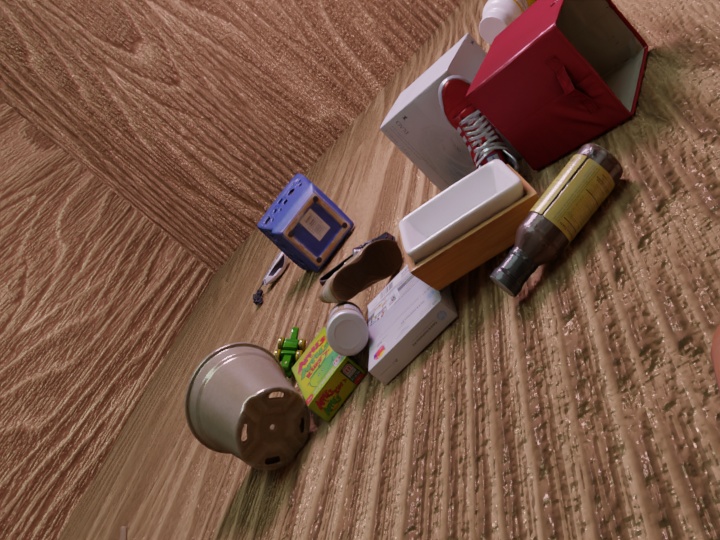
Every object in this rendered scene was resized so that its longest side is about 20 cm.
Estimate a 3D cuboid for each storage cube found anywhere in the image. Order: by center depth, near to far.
[{"bbox_3d":[0.291,-0.294,0.920,0.179,0.170,0.202,-29,27,52],"label":"storage cube"}]

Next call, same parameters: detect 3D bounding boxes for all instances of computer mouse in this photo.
[{"bbox_3d":[-0.292,0.023,2.054,0.202,0.043,0.110,-57,12,0],"label":"computer mouse"}]

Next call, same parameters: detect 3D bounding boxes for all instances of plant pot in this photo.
[{"bbox_3d":[-0.179,0.242,1.053,0.202,0.200,0.182,-54,29,-14],"label":"plant pot"},{"bbox_3d":[-0.143,-0.124,1.698,0.201,0.199,0.179,-51,22,-5],"label":"plant pot"}]

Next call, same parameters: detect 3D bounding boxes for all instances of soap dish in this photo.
[{"bbox_3d":[0.154,-0.066,0.895,0.197,0.082,0.158,-32,20,10],"label":"soap dish"}]

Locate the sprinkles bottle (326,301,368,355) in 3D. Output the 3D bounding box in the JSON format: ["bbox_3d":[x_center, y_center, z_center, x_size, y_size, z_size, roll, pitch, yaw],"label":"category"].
[{"bbox_3d":[-0.023,0.094,1.044,0.069,0.068,0.200,-50,3,0],"label":"sprinkles bottle"}]

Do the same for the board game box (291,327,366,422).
[{"bbox_3d":[-0.061,0.175,1.080,0.102,0.047,0.200,-52,16,-2],"label":"board game box"}]

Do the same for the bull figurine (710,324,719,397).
[{"bbox_3d":[0.262,0.091,0.361,0.120,0.065,0.202,-33,26,37],"label":"bull figurine"}]

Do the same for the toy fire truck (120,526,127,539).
[{"bbox_3d":[-0.508,0.626,1.222,0.200,0.129,0.175,-46,12,-30],"label":"toy fire truck"}]

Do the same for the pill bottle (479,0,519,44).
[{"bbox_3d":[0.385,-0.683,1.608,0.202,0.112,0.112,-58,18,-24],"label":"pill bottle"}]

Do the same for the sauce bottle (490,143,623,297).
[{"bbox_3d":[0.234,-0.059,0.755,0.201,0.064,0.065,-50,16,1],"label":"sauce bottle"}]

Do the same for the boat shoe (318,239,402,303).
[{"bbox_3d":[0.000,0.000,1.157,0.198,0.073,0.064,-30,4,-40],"label":"boat shoe"}]

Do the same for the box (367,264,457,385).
[{"bbox_3d":[0.074,0.062,0.971,0.156,0.041,0.201,-47,16,18],"label":"box"}]

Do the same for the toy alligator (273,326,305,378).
[{"bbox_3d":[-0.150,0.194,1.282,0.202,0.058,0.055,-82,-6,-59],"label":"toy alligator"}]

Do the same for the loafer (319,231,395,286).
[{"bbox_3d":[-0.010,-0.015,1.324,0.200,0.063,0.072,-44,17,23],"label":"loafer"}]

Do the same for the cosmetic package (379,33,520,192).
[{"bbox_3d":[0.178,-0.268,1.119,0.199,0.199,0.124,-30,24,50],"label":"cosmetic package"}]

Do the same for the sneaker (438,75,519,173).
[{"bbox_3d":[0.190,-0.206,0.974,0.070,0.201,0.113,-29,29,16],"label":"sneaker"}]
